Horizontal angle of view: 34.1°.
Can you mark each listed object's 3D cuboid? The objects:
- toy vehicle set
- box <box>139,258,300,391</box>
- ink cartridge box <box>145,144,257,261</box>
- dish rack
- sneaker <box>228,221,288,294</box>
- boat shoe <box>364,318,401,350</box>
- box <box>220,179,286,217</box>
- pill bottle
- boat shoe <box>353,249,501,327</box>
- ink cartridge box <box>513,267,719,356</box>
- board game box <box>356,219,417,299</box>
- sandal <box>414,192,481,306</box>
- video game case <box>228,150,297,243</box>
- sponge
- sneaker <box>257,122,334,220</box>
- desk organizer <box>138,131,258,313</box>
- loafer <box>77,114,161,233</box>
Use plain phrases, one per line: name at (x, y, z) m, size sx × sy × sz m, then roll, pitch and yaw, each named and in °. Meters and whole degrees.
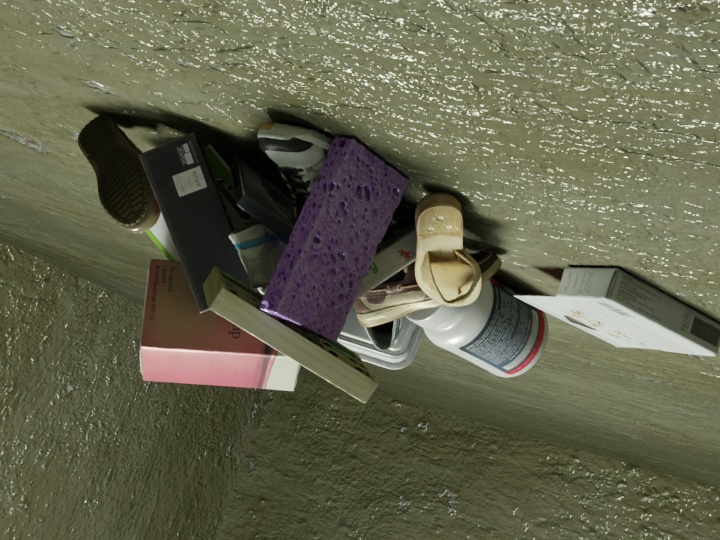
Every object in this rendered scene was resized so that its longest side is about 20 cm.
toy vehicle set at (-0.079, 0.068, 1.281) m, size 0.200 × 0.027 × 0.124 m, roll 33°, pitch -177°, yaw -16°
box at (-0.174, 0.070, 1.494) m, size 0.200 × 0.128 × 0.109 m, roll 4°, pitch 151°, yaw -6°
ink cartridge box at (-0.183, -0.078, 1.502) m, size 0.200 × 0.076 × 0.148 m, roll -29°, pitch 103°, yaw 43°
dish rack at (0.003, 0.041, 1.697) m, size 0.200 × 0.172 × 0.044 m, roll 17°, pitch 149°, yaw 10°
sneaker at (-0.093, -0.001, 1.394) m, size 0.075 × 0.087 × 0.200 m, roll -17°, pitch 170°, yaw 20°
boat shoe at (0.024, 0.021, 1.565) m, size 0.072 × 0.071 × 0.200 m, roll -13°, pitch 127°, yaw 7°
box at (-0.089, -0.065, 1.610) m, size 0.200 × 0.046 × 0.159 m, roll 28°, pitch 166°, yaw -38°
pill bottle at (0.155, 0.062, 1.616) m, size 0.200 × 0.120 × 0.120 m, roll 28°, pitch 167°, yaw -39°
boat shoe at (0.077, 0.006, 1.487) m, size 0.200 × 0.072 × 0.072 m, roll -20°, pitch -165°, yaw 18°
ink cartridge box at (0.321, 0.051, 1.464) m, size 0.200 × 0.044 × 0.174 m, roll 25°, pitch 169°, yaw -29°
board game box at (0.000, 0.000, 1.421) m, size 0.035 × 0.200 × 0.126 m, roll 60°, pitch 159°, yaw -9°
sandal at (0.100, 0.005, 1.351) m, size 0.078 × 0.070 × 0.212 m, roll -9°, pitch 142°, yaw 6°
video game case at (-0.088, -0.070, 1.363) m, size 0.143 × 0.019 × 0.200 m, roll 36°, pitch -170°, yaw -19°
sponge at (-0.026, -0.031, 1.247) m, size 0.030 × 0.200 × 0.112 m, roll 17°, pitch 170°, yaw 40°
sneaker at (-0.048, -0.091, 1.288) m, size 0.076 × 0.088 × 0.200 m, roll 12°, pitch 166°, yaw 38°
desk organizer at (-0.187, -0.056, 1.404) m, size 0.072 × 0.200 × 0.077 m, roll -21°, pitch 179°, yaw 5°
loafer at (-0.286, -0.116, 1.450) m, size 0.067 × 0.076 × 0.200 m, roll 40°, pitch -163°, yaw -51°
